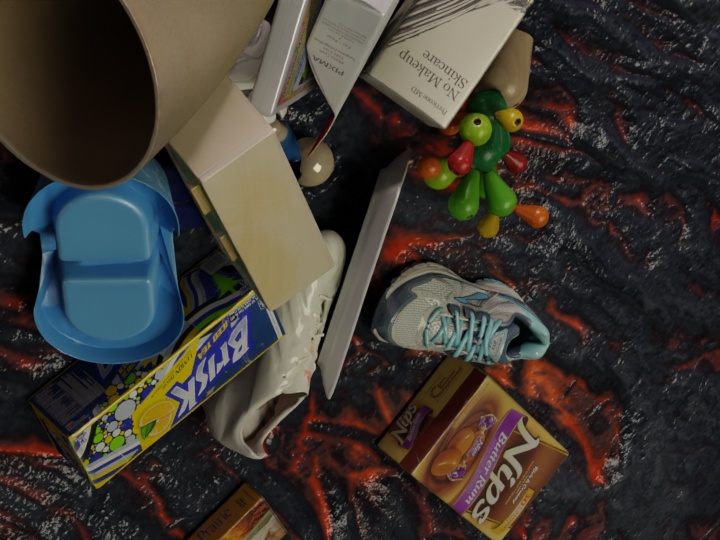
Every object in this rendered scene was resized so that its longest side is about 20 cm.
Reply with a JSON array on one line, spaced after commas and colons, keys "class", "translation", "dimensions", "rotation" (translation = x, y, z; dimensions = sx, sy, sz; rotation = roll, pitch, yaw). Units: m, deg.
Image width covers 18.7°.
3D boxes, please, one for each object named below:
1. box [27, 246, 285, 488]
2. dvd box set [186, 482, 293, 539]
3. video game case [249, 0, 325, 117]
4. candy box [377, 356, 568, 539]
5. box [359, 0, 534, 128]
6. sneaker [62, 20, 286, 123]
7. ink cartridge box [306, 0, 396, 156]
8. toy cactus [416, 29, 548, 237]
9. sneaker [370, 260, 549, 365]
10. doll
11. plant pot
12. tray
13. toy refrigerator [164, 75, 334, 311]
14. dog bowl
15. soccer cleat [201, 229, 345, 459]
[{"class": "box", "translation": [-0.159, 0.075, 1.721], "dimensions": [0.200, 0.064, 0.070], "rotation": [-39, 139, -17]}, {"class": "dvd box set", "translation": [-0.140, 0.298, 1.936], "dimensions": [0.200, 0.029, 0.147], "rotation": [-43, 141, -13]}, {"class": "video game case", "translation": [-0.020, -0.224, 1.593], "dimensions": [0.182, 0.024, 0.201], "rotation": [-44, 154, -68]}, {"class": "candy box", "translation": [0.110, 0.171, 2.076], "dimensions": [0.117, 0.056, 0.200], "rotation": [-52, 143, -3]}, {"class": "box", "translation": [0.087, -0.215, 1.720], "dimensions": [0.082, 0.068, 0.200], "rotation": [33, 90, -11]}, {"class": "sneaker", "translation": [-0.140, -0.140, 1.581], "dimensions": [0.199, 0.075, 0.081], "rotation": [-14, 113, -41]}, {"class": "ink cartridge box", "translation": [0.002, -0.198, 1.618], "dimensions": [0.160, 0.047, 0.200], "rotation": [-63, -177, -33]}, {"class": "toy cactus", "translation": [0.114, -0.120, 1.818], "dimensions": [0.200, 0.102, 0.166], "rotation": [39, 66, -68]}, {"class": "sneaker", "translation": [0.095, 0.045, 1.938], "dimensions": [0.200, 0.086, 0.078], "rotation": [2, 116, -46]}, {"class": "doll", "translation": [-0.096, -0.070, 1.681], "dimensions": [0.199, 0.049, 0.137], "rotation": [-14, 145, -42]}, {"class": "plant pot", "translation": [-0.145, -0.181, 1.469], "dimensions": [0.200, 0.187, 0.188], "rotation": [-38, 142, -43]}, {"class": "tray", "translation": [0.000, 0.000, 1.826], "dimensions": [0.107, 0.022, 0.201], "rotation": [-76, -176, -68]}, {"class": "toy refrigerator", "translation": [-0.086, -0.054, 1.587], "dimensions": [0.070, 0.076, 0.200], "rotation": [-35, 151, -7]}, {"class": "dog bowl", "translation": [-0.185, -0.015, 1.592], "dimensions": [0.111, 0.050, 0.200], "rotation": [-1, 136, -2]}, {"class": "soccer cleat", "translation": [-0.058, 0.063, 1.803], "dimensions": [0.069, 0.078, 0.200], "rotation": [20, 103, -51]}]
